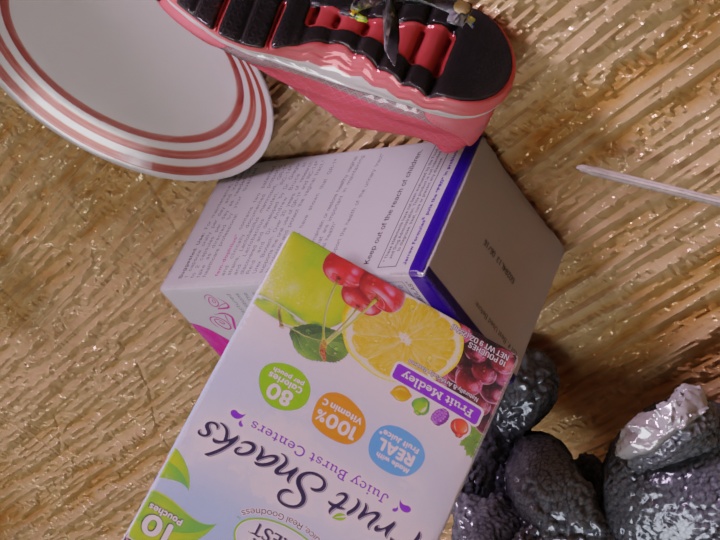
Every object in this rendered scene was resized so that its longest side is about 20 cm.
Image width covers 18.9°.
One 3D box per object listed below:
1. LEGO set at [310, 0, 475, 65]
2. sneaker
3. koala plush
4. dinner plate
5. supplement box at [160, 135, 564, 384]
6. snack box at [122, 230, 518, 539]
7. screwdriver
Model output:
[{"bbox_3d":[-0.024,-0.187,0.912,0.153,0.201,0.116,5,151,-4],"label":"LEGO set"},{"bbox_3d":[-0.021,-0.110,1.121,0.199,0.074,0.087,23,151,6],"label":"sneaker"},{"bbox_3d":[0.167,0.140,1.284,0.199,0.184,0.177,-23,126,38],"label":"koala plush"},{"bbox_3d":[-0.137,-0.124,1.238,0.199,0.024,0.201,20,150,12],"label":"dinner plate"},{"bbox_3d":[0.000,0.000,1.244,0.199,0.104,0.101,-5,138,39],"label":"supplement box"},{"bbox_3d":[-0.019,0.097,1.110,0.142,0.201,0.053,28,148,-1],"label":"snack box"},{"bbox_3d":[0.207,-0.033,1.111,0.199,0.028,0.029,20,119,14],"label":"screwdriver"}]
